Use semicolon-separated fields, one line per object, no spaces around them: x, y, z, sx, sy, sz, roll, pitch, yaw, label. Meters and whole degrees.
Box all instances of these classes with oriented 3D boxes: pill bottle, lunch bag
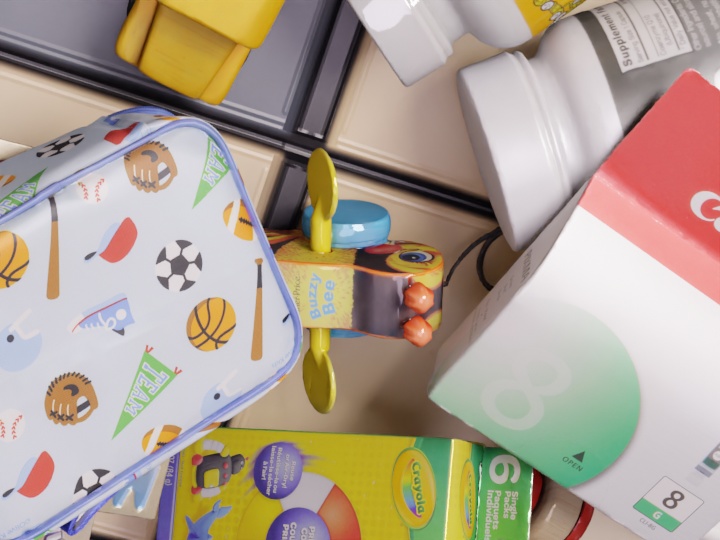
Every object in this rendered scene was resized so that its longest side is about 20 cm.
0.156;-0.083;0.876;0.198;0.114;0.115;-18;110;0;pill bottle
0.081;-0.178;0.838;0.199;0.113;0.113;-34;109;6;pill bottle
-0.131;0.028;0.804;0.199;0.075;0.161;-31;115;-21;lunch bag

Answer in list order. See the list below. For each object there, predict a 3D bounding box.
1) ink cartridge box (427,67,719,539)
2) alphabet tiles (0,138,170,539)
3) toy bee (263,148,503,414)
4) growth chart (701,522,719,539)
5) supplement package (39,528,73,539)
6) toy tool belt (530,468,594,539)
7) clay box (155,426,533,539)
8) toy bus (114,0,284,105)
0.152;0.028;0.837;0.160;0.050;0.200;33;121;-12;ink cartridge box
-0.156;0.044;0.838;0.165;0.006;0.202;13;93;-30;alphabet tiles
0.000;0.000;0.894;0.198;0.109;0.132;-21;108;2;toy bee
0.237;0.074;0.914;0.143;0.018;0.202;18;110;-11;growth chart
-0.223;0.064;0.889;0.109;0.114;0.202;-19;109;-1;supplement package
0.027;0.171;0.949;0.122;0.125;0.201;28;104;-23;toy tool belt
-0.012;0.141;0.899;0.198;0.047;0.116;-1;79;29;clay box
-0.049;-0.177;0.843;0.065;0.078;0.201;26;104;-14;toy bus
